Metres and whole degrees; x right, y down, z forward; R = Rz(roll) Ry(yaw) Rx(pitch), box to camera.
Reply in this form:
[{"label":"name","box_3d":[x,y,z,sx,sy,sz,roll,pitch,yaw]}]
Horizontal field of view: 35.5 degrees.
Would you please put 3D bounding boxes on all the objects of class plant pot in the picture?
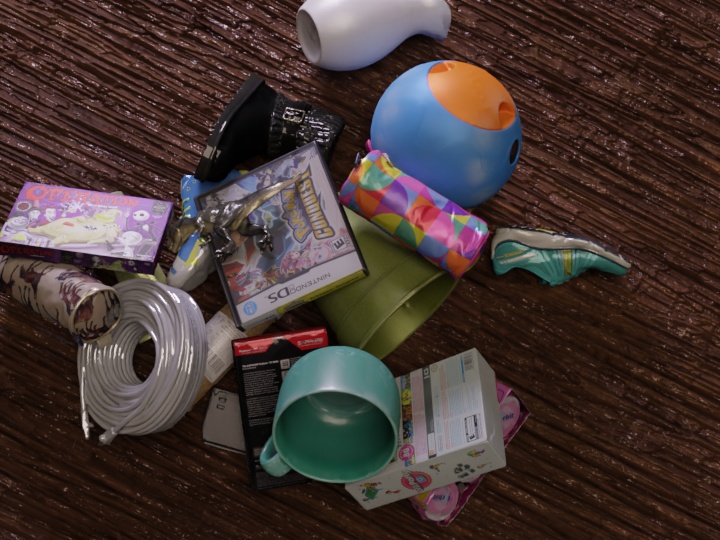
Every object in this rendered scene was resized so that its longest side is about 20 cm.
[{"label":"plant pot","box_3d":[0.000,0.000,1.503,0.200,0.200,0.190,-39,74,-13]}]

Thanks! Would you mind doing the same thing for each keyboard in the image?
[{"label":"keyboard","box_3d":[-0.108,0.196,1.523,0.200,0.021,0.127,16,85,-6]}]

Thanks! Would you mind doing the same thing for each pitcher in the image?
[{"label":"pitcher","box_3d":[0.003,-0.374,1.603,0.200,0.121,0.172,-21,63,-21]}]

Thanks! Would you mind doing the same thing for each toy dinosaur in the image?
[{"label":"toy dinosaur","box_3d":[-0.157,-0.058,1.429,0.200,0.047,0.088,-23,59,3]}]

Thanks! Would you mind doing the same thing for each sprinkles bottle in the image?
[{"label":"sprinkles bottle","box_3d":[-0.185,0.095,1.506,0.068,0.068,0.200,43,77,1]}]

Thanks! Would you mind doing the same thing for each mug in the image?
[{"label":"mug","box_3d":[-0.042,0.170,1.393,0.185,0.114,0.152,-4,123,9]}]

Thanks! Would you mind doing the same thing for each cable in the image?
[{"label":"cable","box_3d":[-0.278,0.111,1.438,0.200,0.069,0.200,-24,67,29]}]

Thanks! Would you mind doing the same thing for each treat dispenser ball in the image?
[{"label":"treat dispenser ball","box_3d":[0.113,-0.177,1.493,0.200,0.201,0.201,1,80,-8]}]

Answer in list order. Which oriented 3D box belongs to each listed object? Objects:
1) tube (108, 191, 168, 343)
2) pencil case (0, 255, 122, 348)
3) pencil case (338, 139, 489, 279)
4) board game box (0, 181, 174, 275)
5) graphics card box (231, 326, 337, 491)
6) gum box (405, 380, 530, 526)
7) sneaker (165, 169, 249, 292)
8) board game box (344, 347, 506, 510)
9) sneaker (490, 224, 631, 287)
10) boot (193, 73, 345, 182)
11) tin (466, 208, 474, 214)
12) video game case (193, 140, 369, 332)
[{"label":"tube","box_3d":[-0.306,-0.007,1.521,0.052,0.058,0.200,-22,85,-50]},{"label":"pencil case","box_3d":[-0.393,0.027,1.439,0.200,0.090,0.078,25,31,33]},{"label":"pencil case","box_3d":[0.067,-0.074,1.405,0.200,0.088,0.088,36,77,2]},{"label":"board game box","box_3d":[-0.350,-0.055,1.448,0.200,0.032,0.120,7,40,0]},{"label":"graphics card box","box_3d":[-0.095,0.180,1.474,0.125,0.051,0.200,-9,96,-11]},{"label":"gum box","box_3d":[0.116,0.230,1.493,0.200,0.113,0.066,-51,131,-12]},{"label":"sneaker","box_3d":[-0.220,-0.065,1.535,0.105,0.076,0.200,34,70,11]},{"label":"board game box","box_3d":[0.078,0.204,1.445,0.200,0.064,0.148,-22,42,21]},{"label":"sneaker","box_3d":[0.282,-0.015,1.600,0.200,0.078,0.080,9,98,-2]},{"label":"boot","box_3d":[-0.119,-0.170,1.529,0.158,0.079,0.211,29,53,-2]},{"label":"tin","box_3d":[0.108,-0.104,1.599,0.112,0.042,0.200,20,77,0]},{"label":"video game case","box_3d":[-0.105,-0.045,1.446,0.180,0.026,0.200,-24,66,7]}]
